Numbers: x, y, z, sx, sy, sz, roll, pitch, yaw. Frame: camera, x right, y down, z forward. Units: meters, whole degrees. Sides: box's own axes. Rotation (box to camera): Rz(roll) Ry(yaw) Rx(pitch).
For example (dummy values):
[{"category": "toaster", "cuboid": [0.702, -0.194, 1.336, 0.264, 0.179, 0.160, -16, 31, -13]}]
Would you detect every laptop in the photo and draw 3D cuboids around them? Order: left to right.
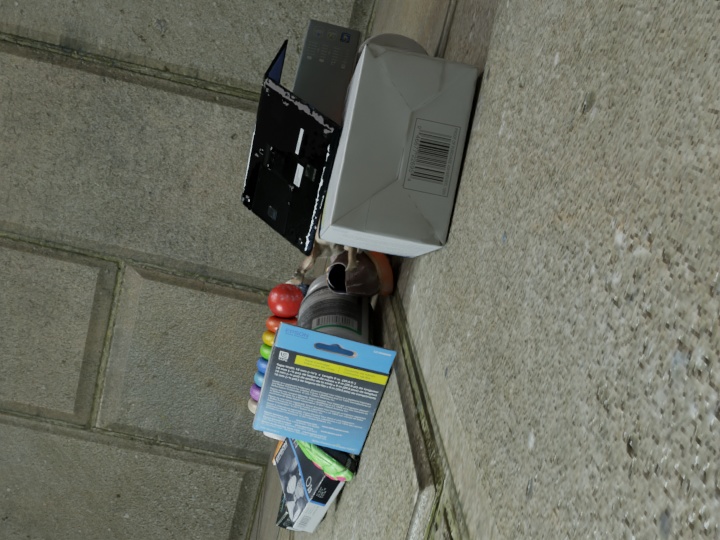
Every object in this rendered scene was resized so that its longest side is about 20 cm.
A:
[{"category": "laptop", "cuboid": [-0.077, -0.151, 1.166, 0.103, 0.200, 0.177, -23, -41, -41]}]

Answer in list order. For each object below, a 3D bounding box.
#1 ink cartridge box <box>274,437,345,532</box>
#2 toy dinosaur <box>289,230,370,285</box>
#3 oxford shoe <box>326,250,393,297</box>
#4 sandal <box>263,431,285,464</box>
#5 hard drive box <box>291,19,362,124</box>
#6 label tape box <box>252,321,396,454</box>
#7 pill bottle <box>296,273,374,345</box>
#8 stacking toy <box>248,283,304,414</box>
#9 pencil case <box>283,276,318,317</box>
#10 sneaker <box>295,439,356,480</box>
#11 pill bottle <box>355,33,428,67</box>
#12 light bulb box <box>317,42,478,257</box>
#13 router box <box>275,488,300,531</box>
[{"category": "ink cartridge box", "cuboid": [-0.081, 0.280, 1.416, 0.100, 0.039, 0.200, -61, 25, 17]}, {"category": "toy dinosaur", "cuboid": [-0.044, -0.069, 1.253, 0.200, 0.086, 0.136, -56, 38, 44]}, {"category": "oxford shoe", "cuboid": [-0.019, -0.007, 1.351, 0.200, 0.073, 0.071, -151, 51, -70]}, {"category": "sandal", "cuboid": [-0.123, 0.212, 1.573, 0.079, 0.059, 0.207, 127, 161, -76]}, {"category": "hard drive box", "cuboid": [-0.063, -0.221, 1.353, 0.156, 0.077, 0.200, 115, 167, -68]}, {"category": "label tape box", "cuboid": [-0.044, 0.130, 1.195, 0.063, 0.144, 0.200, -81, 7, -50]}, {"category": "pill bottle", "cuboid": [-0.036, 0.086, 1.363, 0.200, 0.113, 0.113, -88, 12, -65]}, {"category": "stacking toy", "cuboid": [-0.121, 0.118, 1.455, 0.085, 0.085, 0.200, -108, 22, -79]}, {"category": "pencil case", "cuboid": [-0.073, 0.103, 1.530, 0.089, 0.078, 0.200, 115, 142, -51]}, {"category": "sneaker", "cuboid": [-0.045, 0.213, 1.318, 0.084, 0.077, 0.200, -40, 29, 1]}, {"category": "pill bottle", "cuboid": [0.031, -0.250, 1.455, 0.200, 0.114, 0.114, 112, 169, -59]}, {"category": "light bulb box", "cuboid": [0.034, -0.123, 1.073, 0.200, 0.125, 0.198, 164, 118, -84]}, {"category": "router box", "cuboid": [-0.081, 0.312, 1.563, 0.150, 0.062, 0.200, 115, 166, -66]}]
